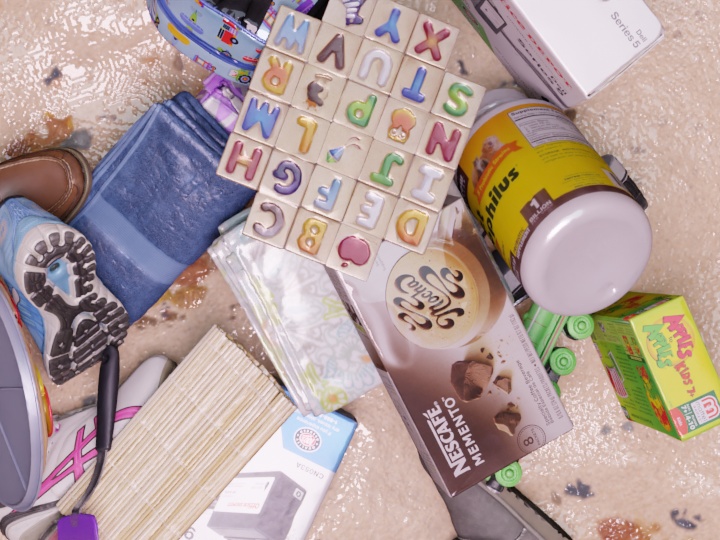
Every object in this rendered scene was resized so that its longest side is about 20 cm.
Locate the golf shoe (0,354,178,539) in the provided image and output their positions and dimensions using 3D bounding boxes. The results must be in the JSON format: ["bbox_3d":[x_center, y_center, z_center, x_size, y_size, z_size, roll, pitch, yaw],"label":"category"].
[{"bbox_3d":[-0.228,0.144,1.526,0.092,0.073,0.201,38,88,-2],"label":"golf shoe"}]

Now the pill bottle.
[{"bbox_3d":[0.142,-0.062,1.463,0.108,0.200,0.110,-11,128,-15],"label":"pill bottle"}]

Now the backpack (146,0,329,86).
[{"bbox_3d":[-0.085,-0.217,1.456,0.182,0.201,0.135,33,130,-7],"label":"backpack"}]

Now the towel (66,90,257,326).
[{"bbox_3d":[-0.177,-0.042,1.503,0.112,0.049,0.200,44,113,-4],"label":"towel"}]

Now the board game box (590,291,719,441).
[{"bbox_3d":[0.236,0.073,1.492,0.047,0.200,0.102,-24,92,-3],"label":"board game box"}]

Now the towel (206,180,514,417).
[{"bbox_3d":[0.000,0.000,1.470,0.199,0.048,0.172,-29,101,-5],"label":"towel"}]

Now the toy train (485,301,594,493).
[{"bbox_3d":[0.139,0.083,1.503,0.056,0.042,0.201,26,87,-4],"label":"toy train"}]

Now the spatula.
[{"bbox_3d":[-0.211,0.157,1.467,0.020,0.056,0.202,23,66,-39],"label":"spatula"}]

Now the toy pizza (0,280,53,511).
[{"bbox_3d":[-0.284,0.091,1.471,0.031,0.200,0.202,-13,91,-29],"label":"toy pizza"}]

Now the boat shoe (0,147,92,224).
[{"bbox_3d":[-0.309,-0.042,1.487,0.199,0.068,0.072,-24,85,19],"label":"boat shoe"}]

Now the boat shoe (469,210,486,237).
[{"bbox_3d":[0.051,-0.004,1.559,0.072,0.063,0.200,35,74,31],"label":"boat shoe"}]

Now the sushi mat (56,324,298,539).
[{"bbox_3d":[-0.147,0.147,1.475,0.096,0.012,0.200,42,93,13],"label":"sushi mat"}]

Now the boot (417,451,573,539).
[{"bbox_3d":[0.062,0.256,1.555,0.182,0.073,0.200,42,94,-1],"label":"boot"}]

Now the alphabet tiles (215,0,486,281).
[{"bbox_3d":[-0.006,-0.103,1.362,0.165,0.006,0.202,21,87,-6],"label":"alphabet tiles"}]

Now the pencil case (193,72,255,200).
[{"bbox_3d":[-0.059,-0.089,1.529,0.199,0.085,0.084,38,60,-6],"label":"pencil case"}]

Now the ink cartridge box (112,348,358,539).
[{"bbox_3d":[-0.108,0.183,1.528,0.144,0.084,0.201,25,89,-3],"label":"ink cartridge box"}]

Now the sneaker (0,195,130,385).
[{"bbox_3d":[-0.242,0.010,1.471,0.078,0.201,0.090,-31,57,-20],"label":"sneaker"}]

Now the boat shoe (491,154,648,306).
[{"bbox_3d":[0.159,-0.007,1.553,0.199,0.074,0.068,-45,104,-13],"label":"boat shoe"}]

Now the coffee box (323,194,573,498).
[{"bbox_3d":[0.066,0.056,1.423,0.112,0.080,0.201,-27,100,-6],"label":"coffee box"}]

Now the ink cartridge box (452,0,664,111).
[{"bbox_3d":[0.151,-0.209,1.485,0.084,0.200,0.146,-39,92,-3],"label":"ink cartridge box"}]
